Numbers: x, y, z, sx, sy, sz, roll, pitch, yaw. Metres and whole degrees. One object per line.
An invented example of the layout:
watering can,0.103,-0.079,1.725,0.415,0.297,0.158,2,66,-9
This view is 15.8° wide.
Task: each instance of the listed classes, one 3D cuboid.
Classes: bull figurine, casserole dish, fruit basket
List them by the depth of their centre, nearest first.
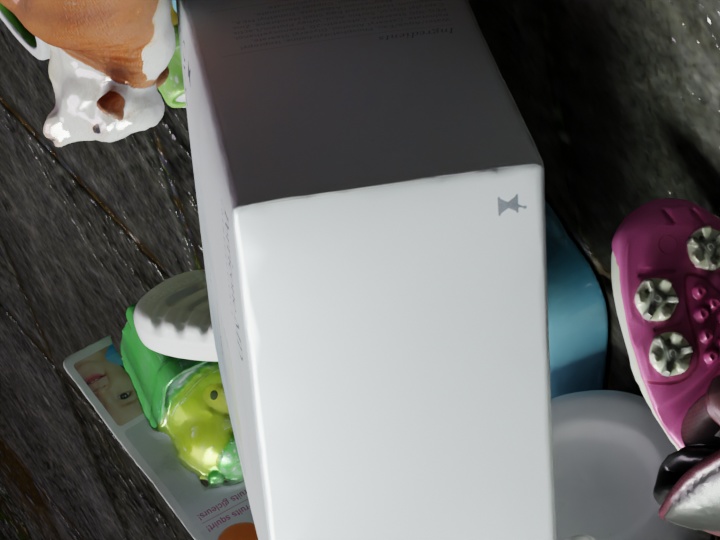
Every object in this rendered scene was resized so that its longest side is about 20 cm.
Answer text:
bull figurine,-0.118,-0.134,1.034,0.121,0.065,0.200,27,142,4
casserole dish,0.066,0.019,1.250,0.121,0.039,0.200,48,161,24
fruit basket,-0.032,0.077,1.394,0.200,0.185,0.094,47,148,30

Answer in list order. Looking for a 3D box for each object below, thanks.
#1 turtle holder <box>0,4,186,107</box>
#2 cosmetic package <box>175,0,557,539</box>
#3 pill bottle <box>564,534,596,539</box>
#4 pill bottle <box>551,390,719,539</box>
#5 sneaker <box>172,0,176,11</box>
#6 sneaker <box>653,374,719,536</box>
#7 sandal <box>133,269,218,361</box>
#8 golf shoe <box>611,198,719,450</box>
turtle holder,-0.109,-0.151,1.253,0.186,0.131,0.141,57,164,6
cosmetic package,0.000,0.000,1.063,0.200,0.122,0.200,-110,13,-56
pill bottle,0.153,0.188,1.066,0.199,0.111,0.111,33,169,-15
pill bottle,0.118,0.157,1.226,0.112,0.112,0.201,44,160,36
sneaker,-0.055,-0.196,1.113,0.096,0.079,0.201,55,148,30
sneaker,0.166,0.089,0.918,0.115,0.076,0.200,-1,139,21
sandal,-0.016,0.040,1.240,0.202,0.082,0.050,14,126,33
golf shoe,0.151,0.063,1.028,0.201,0.075,0.091,60,167,-7
